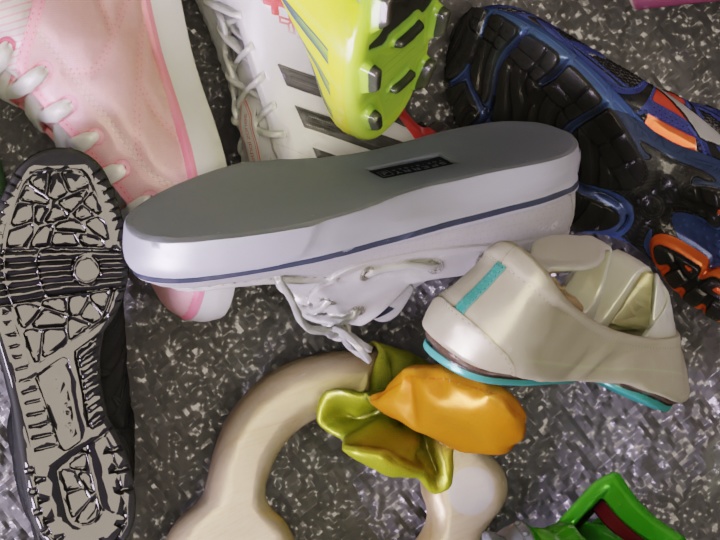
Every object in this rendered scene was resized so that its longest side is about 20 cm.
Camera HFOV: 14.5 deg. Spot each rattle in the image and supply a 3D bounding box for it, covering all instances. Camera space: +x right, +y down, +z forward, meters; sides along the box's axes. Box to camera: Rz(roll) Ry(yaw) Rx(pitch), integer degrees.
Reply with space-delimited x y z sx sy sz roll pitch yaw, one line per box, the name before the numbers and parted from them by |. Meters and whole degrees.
rattle | -0.022 0.124 1.183 0.200 0.143 0.130 -35 115 -11

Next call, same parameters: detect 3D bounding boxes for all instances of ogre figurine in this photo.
ogre figurine | 0.109 0.157 1.188 0.098 0.200 0.120 -46 70 34

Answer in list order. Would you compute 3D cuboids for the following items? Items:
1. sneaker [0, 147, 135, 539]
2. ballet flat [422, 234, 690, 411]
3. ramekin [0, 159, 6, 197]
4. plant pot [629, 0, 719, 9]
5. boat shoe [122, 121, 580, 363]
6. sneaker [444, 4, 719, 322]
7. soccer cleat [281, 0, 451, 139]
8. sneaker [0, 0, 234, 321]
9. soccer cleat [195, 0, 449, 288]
sneaker | -0.124 0.049 1.177 0.060 0.104 0.201 -5 94 -9
ballet flat | 0.095 0.019 1.169 0.069 0.200 0.070 -3 84 28
ramekin | -0.244 -0.020 1.160 0.199 0.098 0.201 0 93 -8
plant pot | 0.180 -0.196 1.175 0.178 0.200 0.201 -16 95 9
boat shoe | -0.002 -0.002 1.156 0.201 0.075 0.086 -14 116 -28
sneaker | 0.122 -0.049 1.230 0.200 0.078 0.075 38 123 5
soccer cleat | -0.018 -0.135 1.114 0.084 0.200 0.065 21 57 29
sneaker | -0.119 -0.069 1.181 0.104 0.075 0.201 -12 87 -20
soccer cleat | -0.029 -0.072 1.203 0.085 0.069 0.200 -43 102 -16
